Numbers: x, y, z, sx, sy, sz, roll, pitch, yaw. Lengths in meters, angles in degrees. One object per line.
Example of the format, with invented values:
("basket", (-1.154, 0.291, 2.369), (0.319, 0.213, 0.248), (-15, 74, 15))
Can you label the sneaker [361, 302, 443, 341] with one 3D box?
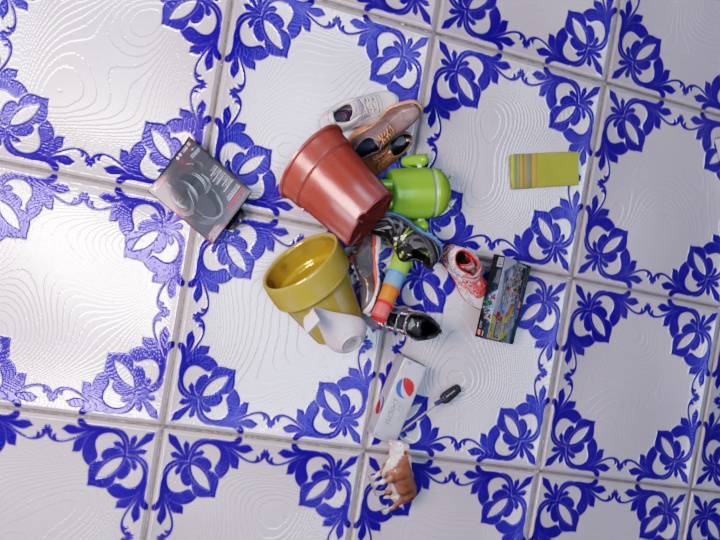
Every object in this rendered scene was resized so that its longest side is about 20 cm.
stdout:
("sneaker", (0.103, 0.119, 1.550), (0.193, 0.140, 0.081), (9, 92, -14))

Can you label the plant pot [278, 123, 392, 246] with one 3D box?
("plant pot", (-0.044, -0.173, 1.435), (0.195, 0.201, 0.201), (44, 83, 12))

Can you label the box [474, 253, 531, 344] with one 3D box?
("box", (0.354, 0.074, 1.630), (0.135, 0.037, 0.207), (14, 89, -48))

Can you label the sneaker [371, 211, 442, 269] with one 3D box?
("sneaker", (0.097, -0.068, 1.514), (0.195, 0.071, 0.084), (27, 57, -5))

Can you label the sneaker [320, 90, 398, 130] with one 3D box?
("sneaker", (0.006, -0.365, 1.521), (0.195, 0.099, 0.077), (-22, 96, -13))

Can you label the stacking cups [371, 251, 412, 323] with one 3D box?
("stacking cups", (0.076, 0.028, 1.550), (0.060, 0.060, 0.204), (30, 68, -14))

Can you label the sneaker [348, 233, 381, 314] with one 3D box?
("sneaker", (0.000, 0.000, 1.545), (0.079, 0.077, 0.207), (7, 72, -14))

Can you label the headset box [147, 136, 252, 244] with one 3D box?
("headset box", (-0.345, -0.168, 1.457), (0.199, 0.077, 0.150), (40, 84, -11))

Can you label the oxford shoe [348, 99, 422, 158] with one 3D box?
("oxford shoe", (0.058, -0.312, 1.497), (0.197, 0.074, 0.071), (-31, 124, 22))

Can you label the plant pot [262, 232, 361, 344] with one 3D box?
("plant pot", (-0.092, 0.052, 1.482), (0.199, 0.200, 0.192), (-36, 116, -9))

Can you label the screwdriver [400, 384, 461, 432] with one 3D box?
("screwdriver", (0.171, 0.337, 1.620), (0.196, 0.028, 0.030), (-26, 104, -24))

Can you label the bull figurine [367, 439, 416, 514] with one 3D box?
("bull figurine", (0.081, 0.496, 1.579), (0.119, 0.065, 0.204), (-24, 123, -8))

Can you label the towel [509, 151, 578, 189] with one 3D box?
("towel", (0.471, -0.257, 1.686), (0.193, 0.018, 0.089), (-5, 100, -15))

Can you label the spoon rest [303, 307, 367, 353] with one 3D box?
("spoon rest", (-0.055, 0.124, 1.410), (0.099, 0.061, 0.199), (-43, 144, 11))

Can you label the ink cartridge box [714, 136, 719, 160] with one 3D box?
("ink cartridge box", (1.093, -0.303, 1.821), (0.193, 0.047, 0.206), (-23, 96, -12))

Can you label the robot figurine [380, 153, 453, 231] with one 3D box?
("robot figurine", (0.127, -0.182, 1.552), (0.193, 0.115, 0.182), (-4, 95, -14))

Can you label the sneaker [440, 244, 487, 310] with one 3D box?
("sneaker", (0.272, 0.023, 1.604), (0.067, 0.108, 0.203), (-40, 102, -8))

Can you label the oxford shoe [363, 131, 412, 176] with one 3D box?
("oxford shoe", (0.043, -0.265, 1.551), (0.199, 0.071, 0.072), (-42, 103, -6))

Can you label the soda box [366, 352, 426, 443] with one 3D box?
("soda box", (0.087, 0.310, 1.598), (0.067, 0.064, 0.205), (24, 88, -14))
